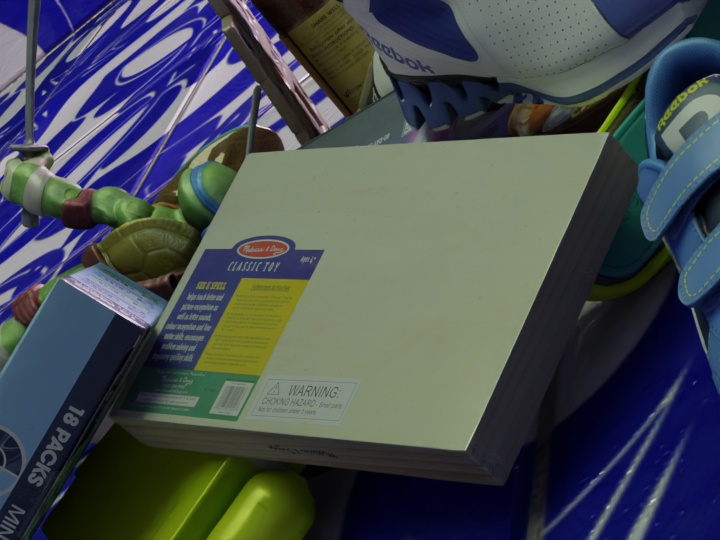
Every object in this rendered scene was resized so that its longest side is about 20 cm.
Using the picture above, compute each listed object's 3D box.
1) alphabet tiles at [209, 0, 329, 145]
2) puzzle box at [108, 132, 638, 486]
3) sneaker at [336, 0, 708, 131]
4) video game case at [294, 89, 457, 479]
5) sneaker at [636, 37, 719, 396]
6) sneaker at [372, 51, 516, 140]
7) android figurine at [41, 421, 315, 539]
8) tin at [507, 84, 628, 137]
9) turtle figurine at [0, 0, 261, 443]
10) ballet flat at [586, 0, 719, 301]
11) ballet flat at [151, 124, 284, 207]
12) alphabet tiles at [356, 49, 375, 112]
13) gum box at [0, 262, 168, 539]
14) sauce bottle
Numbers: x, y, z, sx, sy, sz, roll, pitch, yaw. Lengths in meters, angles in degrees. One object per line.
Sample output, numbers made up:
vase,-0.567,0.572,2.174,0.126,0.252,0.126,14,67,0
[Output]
alphabet tiles,-0.057,-0.121,1.069,0.008,0.200,0.167,-33,17,6
puzzle box,0.000,0.011,0.726,0.200,0.025,0.133,1,57,47
sneaker,0.047,-0.125,0.772,0.199,0.115,0.081,-13,39,53
video game case,-0.020,0.010,0.879,0.143,0.019,0.201,-27,38,44
sneaker,0.124,-0.013,0.596,0.074,0.082,0.200,-36,18,14
sneaker,0.083,-0.134,0.961,0.200,0.076,0.088,-47,-28,-17
android figurine,-0.071,0.086,0.808,0.200,0.041,0.182,-54,25,-5
tin,0.147,-0.115,0.898,0.200,0.042,0.112,-49,14,-27
turtle figurine,-0.130,-0.016,1.057,0.144,0.200,0.194,3,-46,-52
ballet flat,0.133,-0.063,0.757,0.200,0.067,0.067,-48,-6,-16
ballet flat,-0.119,-0.007,1.205,0.200,0.068,0.072,-38,36,13
alphabet tiles,0.078,-0.161,1.016,0.200,0.008,0.167,-35,-25,-35
gum box,-0.147,0.081,0.838,0.170,0.044,0.200,-59,5,1
sauce bottle,-0.019,-0.147,1.073,0.066,0.200,0.066,-36,17,13
